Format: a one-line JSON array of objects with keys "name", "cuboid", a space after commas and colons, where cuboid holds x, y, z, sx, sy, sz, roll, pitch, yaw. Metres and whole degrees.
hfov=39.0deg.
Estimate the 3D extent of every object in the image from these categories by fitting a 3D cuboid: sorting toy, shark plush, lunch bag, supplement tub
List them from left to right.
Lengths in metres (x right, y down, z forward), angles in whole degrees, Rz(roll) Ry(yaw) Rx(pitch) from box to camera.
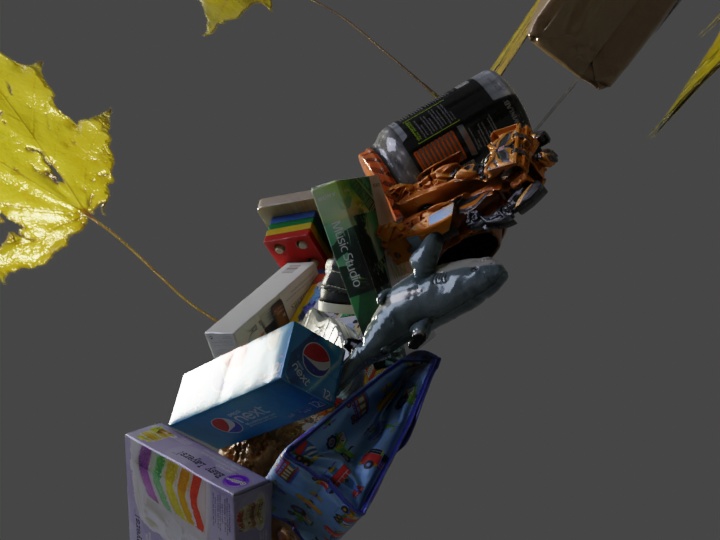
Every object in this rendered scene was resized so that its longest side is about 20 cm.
[{"name": "sorting toy", "cuboid": [-0.019, -0.021, 1.406, 0.200, 0.198, 0.070, 60, -149, -42]}, {"name": "lunch bag", "cuboid": [-0.001, 0.162, 1.005, 0.200, 0.094, 0.151, -49, -6, -34]}, {"name": "shark plush", "cuboid": [0.045, 0.043, 0.972, 0.200, 0.091, 0.083, -28, 30, -3]}, {"name": "supplement tub", "cuboid": [0.106, -0.151, 1.265, 0.200, 0.123, 0.123, -29, 1, -3]}]

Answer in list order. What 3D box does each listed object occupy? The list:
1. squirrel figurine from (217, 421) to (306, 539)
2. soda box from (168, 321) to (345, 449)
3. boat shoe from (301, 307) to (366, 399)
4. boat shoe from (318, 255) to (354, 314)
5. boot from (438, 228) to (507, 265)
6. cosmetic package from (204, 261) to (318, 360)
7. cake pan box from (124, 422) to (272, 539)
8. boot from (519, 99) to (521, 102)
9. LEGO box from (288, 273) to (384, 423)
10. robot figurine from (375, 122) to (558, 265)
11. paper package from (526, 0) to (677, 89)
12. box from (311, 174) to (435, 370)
[{"name": "squirrel figurine", "cuboid": [-0.113, 0.238, 1.114, 0.187, 0.141, 0.201, -78, -17, -62]}, {"name": "soda box", "cuboid": [-0.106, 0.118, 1.013, 0.200, 0.068, 0.064, -27, 41, 43]}, {"name": "boat shoe", "cuboid": [-0.023, 0.091, 1.101, 0.075, 0.065, 0.202, -67, 16, 2]}, {"name": "boat shoe", "cuboid": [0.000, 0.000, 1.200, 0.200, 0.072, 0.068, -36, -55, -73]}, {"name": "boot", "cuboid": [0.100, -0.024, 1.163, 0.200, 0.077, 0.155, -35, 21, 30]}, {"name": "cosmetic package", "cuboid": [-0.105, 0.099, 1.322, 0.200, 0.052, 0.151, -44, -54, -50]}, {"name": "cake pan box", "cuboid": [-0.163, 0.273, 1.015, 0.052, 0.184, 0.201, -14, -67, -42]}, {"name": "boot", "cuboid": [0.131, -0.166, 1.457, 0.200, 0.066, 0.175, -39, -16, -11]}, {"name": "LEGO box", "cuboid": [-0.019, 0.093, 1.272, 0.149, 0.077, 0.200, -4, 40, 32]}, {"name": "robot figurine", "cuboid": [0.113, -0.084, 1.066, 0.200, 0.058, 0.145, -27, 31, 30]}, {"name": "paper package", "cuboid": [0.266, -0.309, 1.011, 0.191, 0.103, 0.200, -55, 3, 33]}, {"name": "box", "cuboid": [0.018, -0.004, 1.101, 0.036, 0.201, 0.144, -21, 1, 20]}]
